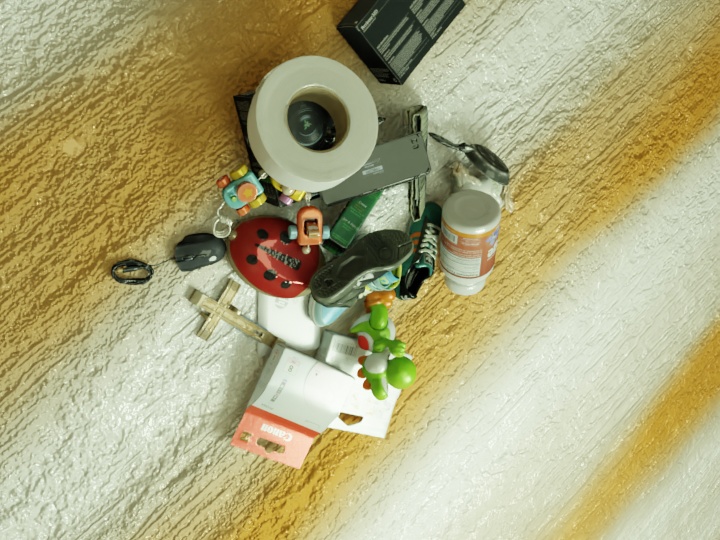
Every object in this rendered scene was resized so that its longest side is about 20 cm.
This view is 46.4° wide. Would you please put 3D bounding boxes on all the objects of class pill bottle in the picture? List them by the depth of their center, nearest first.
[{"bbox_3d":[0.209,-0.049,1.625,0.112,0.112,0.201,-30,144,-23],"label":"pill bottle"}]

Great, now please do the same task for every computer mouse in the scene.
[{"bbox_3d":[-0.312,-0.016,1.386,0.198,0.034,0.059,-20,112,-27],"label":"computer mouse"}]

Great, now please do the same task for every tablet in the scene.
[{"bbox_3d":[-0.127,0.053,1.531,0.129,0.014,0.203,-5,104,-31],"label":"tablet"}]

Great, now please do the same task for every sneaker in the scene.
[{"bbox_3d":[0.000,0.000,1.462,0.198,0.114,0.077,-34,79,-12],"label":"sneaker"},{"bbox_3d":[-0.004,0.027,1.527,0.080,0.130,0.201,44,75,-40],"label":"sneaker"},{"bbox_3d":[0.121,-0.034,1.625,0.071,0.080,0.202,23,89,-34],"label":"sneaker"}]

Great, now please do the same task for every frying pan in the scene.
[{"bbox_3d":[0.221,-0.233,1.646,0.189,0.115,0.031,38,115,-5],"label":"frying pan"}]

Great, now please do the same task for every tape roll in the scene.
[{"bbox_3d":[-0.076,-0.229,1.317,0.200,0.071,0.205,2,83,-19],"label":"tape roll"}]

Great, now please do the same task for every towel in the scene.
[{"bbox_3d":[0.101,-0.201,1.527,0.034,0.200,0.195,2,104,7],"label":"towel"}]

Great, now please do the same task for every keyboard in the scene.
[{"bbox_3d":[0.013,-0.193,1.406,0.198,0.021,0.128,-18,107,-5],"label":"keyboard"}]

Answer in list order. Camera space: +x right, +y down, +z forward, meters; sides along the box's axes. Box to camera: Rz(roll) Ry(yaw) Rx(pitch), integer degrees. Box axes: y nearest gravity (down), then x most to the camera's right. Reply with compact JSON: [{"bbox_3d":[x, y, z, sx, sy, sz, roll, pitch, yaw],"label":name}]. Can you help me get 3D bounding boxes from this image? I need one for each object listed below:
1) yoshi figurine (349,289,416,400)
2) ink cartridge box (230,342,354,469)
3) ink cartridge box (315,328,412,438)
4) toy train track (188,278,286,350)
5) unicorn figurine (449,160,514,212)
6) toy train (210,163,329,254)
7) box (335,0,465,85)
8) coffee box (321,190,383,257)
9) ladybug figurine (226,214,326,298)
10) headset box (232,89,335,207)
[{"bbox_3d":[0.057,0.139,1.569,0.112,0.111,0.203,12,69,-43],"label":"yoshi figurine"},{"bbox_3d":[-0.121,0.252,1.518,0.162,0.057,0.202,27,82,-29],"label":"ink cartridge box"},{"bbox_3d":[-0.009,0.222,1.628,0.198,0.043,0.175,18,92,-34],"label":"ink cartridge box"},{"bbox_3d":[-0.210,0.093,1.469,0.199,0.032,0.115,33,86,-30],"label":"toy train track"},{"bbox_3d":[0.228,-0.155,1.678,0.199,0.073,0.139,-17,111,-45],"label":"unicorn figurine"},{"bbox_3d":[-0.139,-0.098,1.361,0.198,0.056,0.152,2,106,-17],"label":"toy train"},{"bbox_3d":[0.074,-0.455,1.496,0.201,0.079,0.141,-52,125,-11],"label":"box"},{"bbox_3d":[0.003,-0.123,1.502,0.044,0.123,0.201,33,81,-3],"label":"coffee box"},{"bbox_3d":[-0.140,-0.021,1.455,0.199,0.072,0.137,22,87,-29],"label":"ladybug figurine"},{"bbox_3d":[-0.102,-0.220,1.433,0.173,0.093,0.202,-21,112,-25],"label":"headset box"}]
